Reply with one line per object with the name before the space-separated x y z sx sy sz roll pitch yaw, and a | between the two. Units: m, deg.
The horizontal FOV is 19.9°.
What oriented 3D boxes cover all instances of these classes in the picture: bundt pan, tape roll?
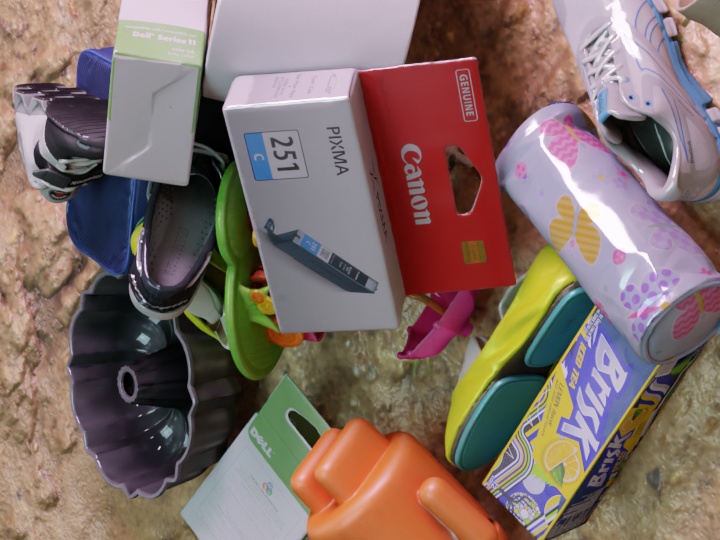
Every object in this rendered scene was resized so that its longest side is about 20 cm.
bundt pan | -0.173 0.094 1.790 0.201 0.075 0.204 11 105 50
tape roll | -0.028 -0.209 1.493 0.138 0.203 0.204 12 114 -2

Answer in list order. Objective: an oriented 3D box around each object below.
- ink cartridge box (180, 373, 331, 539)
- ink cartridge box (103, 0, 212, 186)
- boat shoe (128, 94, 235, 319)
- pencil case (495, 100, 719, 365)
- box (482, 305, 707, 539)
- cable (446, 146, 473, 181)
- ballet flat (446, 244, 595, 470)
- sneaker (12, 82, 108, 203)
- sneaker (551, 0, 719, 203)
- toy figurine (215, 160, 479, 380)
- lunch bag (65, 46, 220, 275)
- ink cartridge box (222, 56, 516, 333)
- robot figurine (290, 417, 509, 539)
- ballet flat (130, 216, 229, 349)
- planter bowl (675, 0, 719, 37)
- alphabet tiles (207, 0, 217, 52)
ink cartridge box | -0.062 0.180 1.741 0.104 0.059 0.200 51 128 19
ink cartridge box | -0.147 -0.174 1.536 0.067 0.201 0.118 7 133 -5
boat shoe | -0.126 -0.061 1.577 0.060 0.075 0.201 121 161 -69
pencil case | 0.177 -0.027 1.440 0.083 0.090 0.200 -55 53 28
box | 0.173 0.104 1.518 0.070 0.064 0.201 44 125 23
cable | 0.001 -0.118 1.577 0.200 0.097 0.051 39 136 21
ballet flat | 0.116 0.061 1.553 0.201 0.066 0.067 -58 47 29
sneaker | -0.227 -0.094 1.632 0.200 0.074 0.089 -152 63 -65
sneaker | 0.186 -0.132 1.433 0.075 0.086 0.201 -45 70 40
toy figurine | 0.000 0.000 1.583 0.183 0.151 0.201 4 138 18
lunch bag | -0.157 -0.101 1.706 0.136 0.132 0.201 34 122 52
ink cartridge box | 0.010 -0.049 1.454 0.175 0.045 0.201 -4 126 13
robot figurine | 0.038 0.207 1.604 0.144 0.117 0.200 -41 101 18
ballet flat | -0.115 0.027 1.664 0.067 0.200 0.067 -37 44 10
planter bowl | 0.307 -0.198 1.260 0.134 0.201 0.200 38 128 -6
alphabet tiles | -0.100 -0.259 1.591 0.200 0.006 0.167 108 172 -60
